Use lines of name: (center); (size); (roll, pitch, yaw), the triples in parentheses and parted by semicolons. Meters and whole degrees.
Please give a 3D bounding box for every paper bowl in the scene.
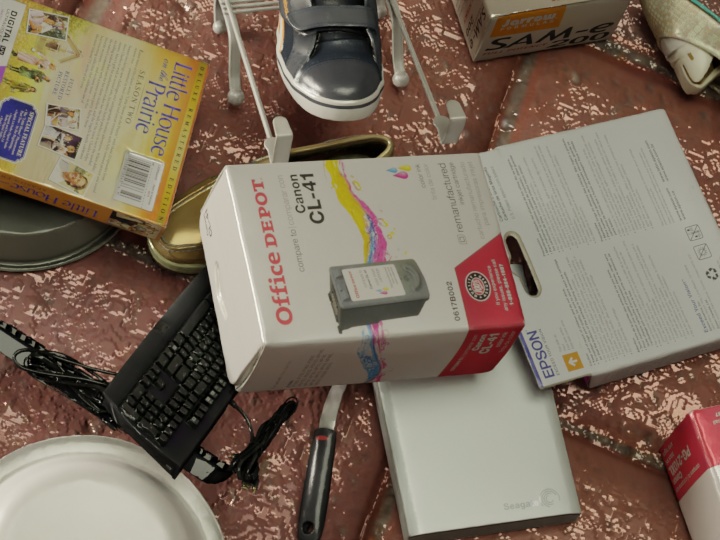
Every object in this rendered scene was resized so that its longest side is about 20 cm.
paper bowl: (-0.187, 0.208, 1.440); (0.200, 0.104, 0.201); (4, 66, -8)

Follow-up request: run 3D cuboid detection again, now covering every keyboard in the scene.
keyboard: (-0.172, 0.083, 1.497); (0.200, 0.104, 0.040); (31, 92, 4)
keyboard: (-0.097, 0.081, 1.506); (0.127, 0.021, 0.200); (45, 35, -8)

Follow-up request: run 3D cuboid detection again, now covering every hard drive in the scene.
hard drive: (0.077, 0.096, 1.584); (0.131, 0.026, 0.201); (-6, 67, -13)

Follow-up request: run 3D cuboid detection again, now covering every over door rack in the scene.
over door rack: (-0.023, -0.145, 1.633); (0.147, 0.067, 0.200); (-8, 42, -15)

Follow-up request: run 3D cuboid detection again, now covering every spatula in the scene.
spatula: (-0.020, 0.103, 1.557); (0.056, 0.021, 0.201); (2, 67, 25)

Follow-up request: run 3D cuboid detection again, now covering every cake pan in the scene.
cake pan: (-0.256, -0.097, 1.600); (0.200, 0.037, 0.201); (4, 65, -9)

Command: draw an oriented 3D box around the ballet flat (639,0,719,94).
ballet flat: (0.296, -0.154, 1.720); (0.200, 0.067, 0.062); (37, 74, 7)

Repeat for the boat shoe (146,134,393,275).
boat shoe: (-0.066, -0.061, 1.599); (0.200, 0.076, 0.072); (-24, 73, -20)

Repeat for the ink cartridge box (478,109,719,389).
ink cartridge box: (0.182, -0.014, 1.641); (0.199, 0.043, 0.197); (-14, 70, -20)

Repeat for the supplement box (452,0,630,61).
supplement box: (0.126, -0.280, 1.736); (0.126, 0.074, 0.200); (-10, 68, -15)

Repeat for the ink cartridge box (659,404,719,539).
ink cartridge box: (0.324, 0.192, 1.555); (0.144, 0.084, 0.200); (-11, 68, -15)

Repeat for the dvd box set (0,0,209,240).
dvd box set: (-0.221, -0.119, 1.564); (0.199, 0.029, 0.147); (18, 63, -12)

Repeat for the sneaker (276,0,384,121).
sneaker: (-0.025, -0.195, 1.582); (0.078, 0.080, 0.200); (-2, 42, -10)

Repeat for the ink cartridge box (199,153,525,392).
ink cartridge box: (0.000, 0.000, 1.524); (0.199, 0.086, 0.148); (-4, 65, -22)
